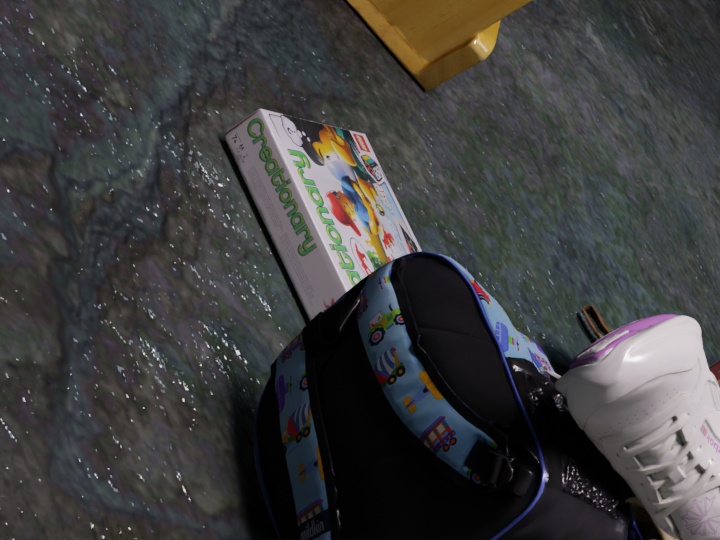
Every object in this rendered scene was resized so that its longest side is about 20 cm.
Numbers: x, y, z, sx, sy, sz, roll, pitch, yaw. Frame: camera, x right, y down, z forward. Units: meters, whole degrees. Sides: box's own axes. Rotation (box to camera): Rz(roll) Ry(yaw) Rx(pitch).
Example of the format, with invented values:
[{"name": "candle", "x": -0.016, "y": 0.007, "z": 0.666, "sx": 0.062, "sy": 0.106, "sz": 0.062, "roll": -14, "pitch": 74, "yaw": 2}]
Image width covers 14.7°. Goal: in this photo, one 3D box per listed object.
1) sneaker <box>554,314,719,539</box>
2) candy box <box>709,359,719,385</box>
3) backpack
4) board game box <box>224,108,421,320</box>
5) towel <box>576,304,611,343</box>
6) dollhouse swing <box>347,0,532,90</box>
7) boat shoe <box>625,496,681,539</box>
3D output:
[{"name": "sneaker", "x": 0.160, "y": 0.084, "z": 1.398, "sx": 0.100, "sy": 0.075, "sz": 0.200, "roll": 66, "pitch": 13, "yaw": 24}, {"name": "candy box", "x": 0.315, "y": 0.125, "z": 2.036, "sx": 0.200, "sy": 0.116, "sz": 0.057, "roll": 33, "pitch": 32, "yaw": -40}, {"name": "backpack", "x": 0.038, "y": 0.102, "z": 1.465, "sx": 0.134, "sy": 0.182, "sz": 0.201, "roll": 28, "pitch": 30, "yaw": -41}, {"name": "board game box", "x": 0.000, "y": 0.000, "z": 1.699, "sx": 0.126, "sy": 0.035, "sz": 0.201, "roll": 8, "pitch": 52, "yaw": -59}, {"name": "towel", "x": 0.213, "y": 0.128, "z": 1.890, "sx": 0.200, "sy": 0.022, "sz": 0.147, "roll": 61, "pitch": 5, "yaw": 34}, {"name": "dollhouse swing", "x": 0.054, "y": -0.266, "z": 1.975, "sx": 0.200, "sy": 0.176, "sz": 0.182, "roll": 47, "pitch": 25, "yaw": -16}, {"name": "boat shoe", "x": 0.180, "y": 0.204, "z": 1.739, "sx": 0.065, "sy": 0.072, "sz": 0.200, "roll": 46, "pitch": 19, "yaw": -11}]
